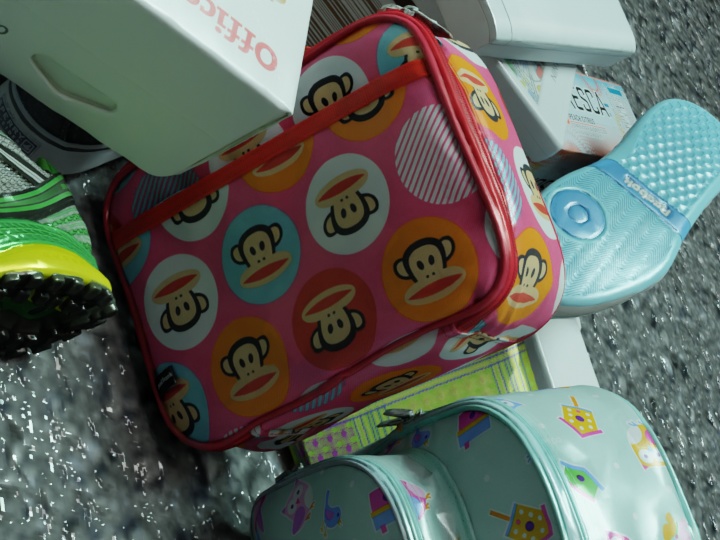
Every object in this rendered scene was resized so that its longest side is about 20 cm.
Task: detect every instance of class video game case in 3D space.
[{"bbox_3d":[0.058,-0.182,0.875,0.200,0.023,0.182,50,31,-22],"label":"video game case"}]

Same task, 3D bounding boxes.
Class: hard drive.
[{"bbox_3d":[0.080,-0.174,0.855,0.200,0.027,0.132,-10,75,-61],"label":"hard drive"}]

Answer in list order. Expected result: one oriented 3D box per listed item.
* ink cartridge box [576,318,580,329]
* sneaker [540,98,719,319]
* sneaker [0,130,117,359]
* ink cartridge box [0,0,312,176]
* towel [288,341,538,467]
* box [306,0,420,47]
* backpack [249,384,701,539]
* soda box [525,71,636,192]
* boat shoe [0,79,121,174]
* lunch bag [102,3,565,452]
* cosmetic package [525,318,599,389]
[{"bbox_3d":[0.045,-0.042,0.995,0.200,0.084,0.145,35,38,-44],"label":"ink cartridge box"},{"bbox_3d":[0.129,-0.006,0.913,0.080,0.131,0.200,46,50,11],"label":"sneaker"},{"bbox_3d":[-0.176,-0.025,0.609,0.200,0.078,0.085,29,36,-63],"label":"sneaker"},{"bbox_3d":[-0.091,-0.165,0.699,0.145,0.083,0.201,34,50,-35],"label":"ink cartridge box"},{"bbox_3d":[0.000,0.000,0.847,0.023,0.143,0.201,121,-52,-75],"label":"towel"},{"bbox_3d":[-0.028,-0.184,0.914,0.075,0.100,0.200,51,13,-25],"label":"box"},{"bbox_3d":[0.051,0.144,0.720,0.153,0.200,0.177,6,63,-41],"label":"backpack"},{"bbox_3d":[0.108,-0.081,0.971,0.200,0.068,0.064,2,63,-60],"label":"soda box"},{"bbox_3d":[-0.102,-0.104,0.792,0.072,0.068,0.200,53,28,4],"label":"boat shoe"},{"bbox_3d":[-0.019,-0.025,0.738,0.082,0.199,0.177,13,53,-59],"label":"lunch bag"},{"bbox_3d":[0.100,0.128,0.932,0.071,0.101,0.201,9,59,-59],"label":"cosmetic package"}]
